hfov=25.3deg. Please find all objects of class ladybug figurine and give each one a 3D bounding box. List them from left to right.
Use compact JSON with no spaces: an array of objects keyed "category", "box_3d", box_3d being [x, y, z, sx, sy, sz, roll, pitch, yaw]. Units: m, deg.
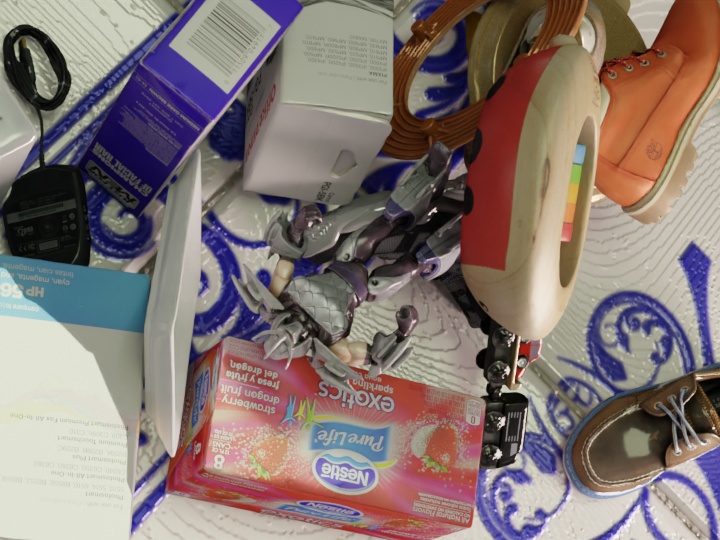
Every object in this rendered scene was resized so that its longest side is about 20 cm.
[{"category":"ladybug figurine","box_3d":[0.112,-0.057,1.066,0.071,0.136,0.202,10,90,18]}]

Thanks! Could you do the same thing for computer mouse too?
[{"category":"computer mouse","box_3d":[-0.222,-0.080,1.128,0.058,0.034,0.202,-10,72,5]}]

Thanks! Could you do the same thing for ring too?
[{"category":"ring","box_3d":[0.082,-0.164,1.186,0.019,0.199,0.201,44,61,-28]}]

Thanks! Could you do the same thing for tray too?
[{"category":"tray","box_3d":[-0.122,0.016,1.051,0.022,0.108,0.201,3,36,-3]}]

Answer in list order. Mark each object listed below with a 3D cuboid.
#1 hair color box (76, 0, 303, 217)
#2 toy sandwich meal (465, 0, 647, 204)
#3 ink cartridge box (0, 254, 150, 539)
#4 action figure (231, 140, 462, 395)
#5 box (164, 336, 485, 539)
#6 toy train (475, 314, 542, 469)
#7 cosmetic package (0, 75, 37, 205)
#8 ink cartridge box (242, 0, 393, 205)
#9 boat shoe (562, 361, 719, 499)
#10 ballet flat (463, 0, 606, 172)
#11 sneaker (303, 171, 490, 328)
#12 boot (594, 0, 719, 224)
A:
[{"category":"hair color box","box_3d":[-0.120,-0.121,1.084,0.065,0.200,0.110,38,64,-6]},{"category":"toy sandwich meal","box_3d":[0.153,-0.149,1.286,0.203,0.070,0.208,4,83,-28]},{"category":"ink cartridge box","box_3d":[-0.214,0.107,1.017,0.124,0.128,0.202,9,70,-20]},{"category":"action figure","box_3d":[0.000,0.000,1.080,0.130,0.069,0.200,49,57,2]},{"category":"box","box_3d":[-0.024,0.121,1.109,0.198,0.100,0.096,15,69,-19]},{"category":"toy train","box_3d":[0.111,0.052,1.168,0.045,0.034,0.202,-2,111,-18]},{"category":"cosmetic package","box_3d":[-0.325,-0.080,0.986,0.167,0.200,0.167,-32,88,-28]},{"category":"ink cartridge box","box_3d":[-0.031,-0.169,1.154,0.082,0.147,0.202,6,66,-13]},{"category":"boat shoe","box_3d":[0.244,0.113,1.239,0.199,0.072,0.073,-25,85,-27]},{"category":"ballet flat","box_3d":[0.137,-0.146,1.177,0.068,0.067,0.201,22,59,8]},{"category":"sneaker","box_3d":[0.056,-0.007,1.194,0.198,0.075,0.115,-14,97,-9]},{"category":"boot","box_3d":[0.222,-0.149,1.245,0.107,0.075,0.201,29,72,-18]}]
